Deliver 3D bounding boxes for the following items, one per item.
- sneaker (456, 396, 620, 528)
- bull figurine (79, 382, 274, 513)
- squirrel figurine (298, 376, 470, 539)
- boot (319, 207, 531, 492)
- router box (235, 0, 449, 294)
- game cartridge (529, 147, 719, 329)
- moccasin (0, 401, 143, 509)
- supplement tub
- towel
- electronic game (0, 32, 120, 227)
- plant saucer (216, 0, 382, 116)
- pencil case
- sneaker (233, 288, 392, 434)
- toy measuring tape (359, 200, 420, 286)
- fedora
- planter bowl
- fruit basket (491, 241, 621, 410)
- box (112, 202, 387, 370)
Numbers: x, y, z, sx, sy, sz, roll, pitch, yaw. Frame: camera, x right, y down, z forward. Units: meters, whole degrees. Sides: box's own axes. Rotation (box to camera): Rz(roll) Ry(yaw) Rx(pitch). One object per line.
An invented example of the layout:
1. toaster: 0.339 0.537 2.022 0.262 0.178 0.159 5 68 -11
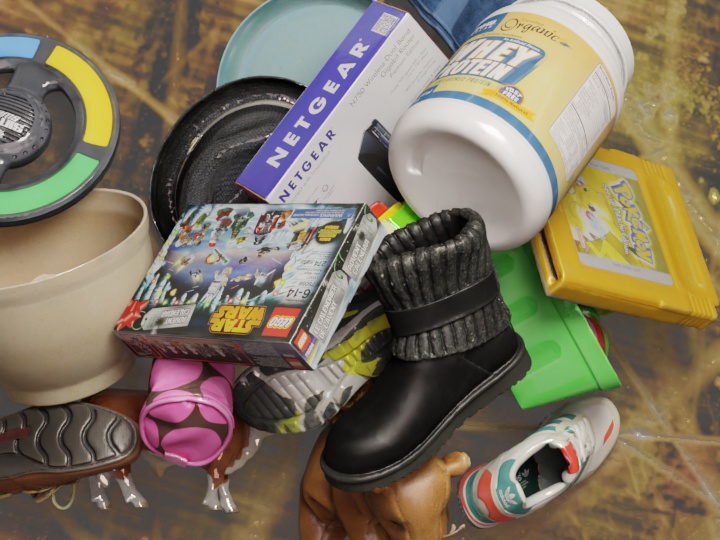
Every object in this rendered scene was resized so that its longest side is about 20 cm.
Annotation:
1. sneaker: 0.184 0.172 1.419 0.200 0.093 0.070 -26 91 -34
2. bull figurine: -0.152 0.153 1.390 0.200 0.065 0.122 2 78 -9
3. squirrel figurine: 0.022 0.161 1.362 0.141 0.187 0.200 -5 85 -11
4. boot: 0.032 0.060 1.238 0.211 0.079 0.158 -38 126 -18
5. router box: 0.014 -0.099 1.352 0.200 0.049 0.179 -54 134 -6
6. game cartridge: 0.228 -0.040 1.400 0.200 0.032 0.177 11 52 -32
7. moccasin: -0.279 0.163 1.338 0.201 0.078 0.074 -16 58 11
8. supplement tub: 0.129 -0.128 1.285 0.145 0.145 0.200 42 55 -5
9. towel: 0.098 -0.264 1.430 0.049 0.112 0.200 -10 56 -49
10. electronic game: -0.311 -0.126 1.369 0.200 0.042 0.200 2 62 -3
11. plant saucer: -0.032 -0.160 1.430 0.200 0.027 0.200 2 103 8
12. pencil case: -0.146 0.080 1.329 0.091 0.200 0.094 24 119 -18
13. sneaker: -0.022 0.074 1.350 0.200 0.085 0.075 -27 106 16
14. toy measuring tape: 0.000 0.000 1.295 0.074 0.074 0.200 48 58 -3
15. fedora: -0.097 -0.075 1.385 0.200 0.092 0.201 0 97 2
16. planter bowl: -0.265 0.030 1.333 0.200 0.200 0.135 -17 115 -12
17. fruit basket: 0.197 0.011 1.439 0.215 0.156 0.216 0 88 5
18. box: -0.090 0.009 1.239 0.040 0.200 0.137 50 54 -38
